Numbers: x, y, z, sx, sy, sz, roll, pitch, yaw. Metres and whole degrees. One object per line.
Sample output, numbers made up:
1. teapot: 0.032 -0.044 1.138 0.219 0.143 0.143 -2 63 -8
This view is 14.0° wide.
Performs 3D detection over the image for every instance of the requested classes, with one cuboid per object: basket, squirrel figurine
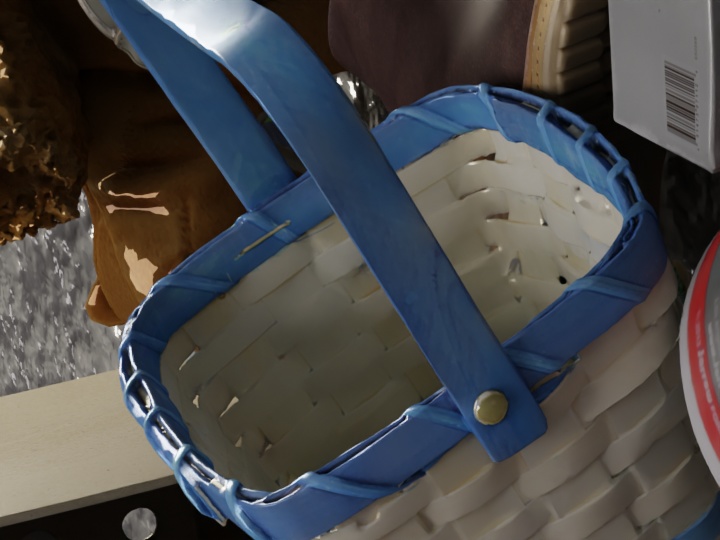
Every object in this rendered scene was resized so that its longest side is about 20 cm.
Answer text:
1. basket: 0.000 0.000 0.750 0.200 0.139 0.176 52 177 -29
2. squirrel figurine: -0.089 -0.063 0.993 0.141 0.199 0.188 14 109 56

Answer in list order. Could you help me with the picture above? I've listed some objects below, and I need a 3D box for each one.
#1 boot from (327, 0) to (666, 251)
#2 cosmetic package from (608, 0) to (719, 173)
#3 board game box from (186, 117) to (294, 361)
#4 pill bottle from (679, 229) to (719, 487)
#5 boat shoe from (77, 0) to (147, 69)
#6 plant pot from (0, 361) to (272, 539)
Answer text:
1. boot: 0.040 -0.095 0.858 0.167 0.072 0.201 52 147 40
2. cosmetic package: 0.100 -0.132 0.702 0.051 0.082 0.201 35 135 56
3. board game box: -0.023 0.043 1.116 0.201 0.034 0.135 67 154 13
4. pill bottle: 0.156 -0.010 0.624 0.114 0.113 0.200 65 153 16
5. boat shoe: -0.005 -0.138 0.835 0.060 0.201 0.072 51 -169 -3
6. plant pot: -0.097 0.136 1.081 0.177 0.199 0.201 -136 36 -63
